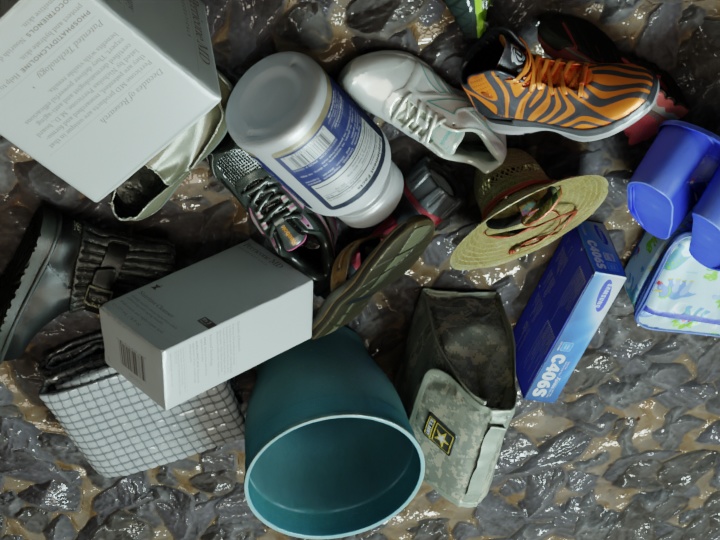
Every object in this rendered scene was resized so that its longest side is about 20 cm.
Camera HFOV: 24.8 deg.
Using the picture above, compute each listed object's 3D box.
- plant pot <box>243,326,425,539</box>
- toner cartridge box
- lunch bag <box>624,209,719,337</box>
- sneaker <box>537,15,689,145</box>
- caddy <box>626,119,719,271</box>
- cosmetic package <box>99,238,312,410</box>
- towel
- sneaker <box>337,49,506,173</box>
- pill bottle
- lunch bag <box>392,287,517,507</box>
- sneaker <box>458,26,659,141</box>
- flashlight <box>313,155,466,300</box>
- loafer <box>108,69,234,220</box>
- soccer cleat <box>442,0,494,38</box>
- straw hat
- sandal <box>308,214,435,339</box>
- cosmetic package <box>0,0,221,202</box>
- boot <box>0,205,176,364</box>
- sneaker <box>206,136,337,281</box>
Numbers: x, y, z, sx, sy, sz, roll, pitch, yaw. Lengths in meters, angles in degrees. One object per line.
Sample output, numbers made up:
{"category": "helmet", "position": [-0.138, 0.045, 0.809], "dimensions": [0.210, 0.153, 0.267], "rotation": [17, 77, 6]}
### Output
{"category": "plant pot", "position": [-0.043, 0.168, 1.853], "dimensions": [0.200, 0.188, 0.200], "rotation": [-6, 131, -7]}
{"category": "toner cartridge box", "position": [0.232, 0.048, 1.870], "dimensions": [0.043, 0.095, 0.200], "rotation": [9, 129, -20]}
{"category": "lunch bag", "position": [0.413, 0.005, 1.882], "dimensions": [0.200, 0.083, 0.161], "rotation": [9, 131, -18]}
{"category": "sneaker", "position": [0.246, -0.185, 1.681], "dimensions": [0.200, 0.074, 0.087], "rotation": [26, 123, -30]}
{"category": "caddy", "position": [0.361, -0.085, 1.711], "dimensions": [0.105, 0.141, 0.200], "rotation": [-55, 163, -8]}
{"category": "cosmetic package", "position": [-0.157, 0.053, 1.710], "dimensions": [0.200, 0.113, 0.081], "rotation": [-29, 134, -35]}
{"category": "towel", "position": [-0.242, 0.136, 1.856], "dimensions": [0.200, 0.086, 0.166], "rotation": [-19, 130, 7]}
{"category": "sneaker", "position": [0.070, -0.161, 1.662], "dimensions": [0.200, 0.080, 0.070], "rotation": [20, 126, -25]}
{"category": "pill bottle", "position": [-0.038, -0.123, 1.640], "dimensions": [0.111, 0.111, 0.200], "rotation": [-30, 142, 15]}
{"category": "lunch bag", "position": [0.112, 0.147, 1.860], "dimensions": [0.117, 0.200, 0.164], "rotation": [2, 131, -15]}
{"category": "sneaker", "position": [0.181, -0.183, 1.584], "dimensions": [0.200, 0.078, 0.112], "rotation": [-4, 149, 34]}
{"category": "flashlight", "position": [0.026, -0.036, 1.771], "dimensions": [0.068, 0.068, 0.200], "rotation": [39, 116, -18]}
{"category": "loafer", "position": [-0.190, -0.119, 1.635], "dimensions": [0.075, 0.070, 0.200], "rotation": [32, 122, -4]}
{"category": "soccer cleat", "position": [0.078, -0.303, 1.556], "dimensions": [0.081, 0.068, 0.200], "rotation": [1, 140, 19]}
{"category": "straw hat", "position": [0.162, -0.083, 1.741], "dimensions": [0.201, 0.085, 0.201], "rotation": [-23, 162, -8]}
{"category": "sandal", "position": [0.000, 0.000, 1.733], "dimensions": [0.082, 0.055, 0.200], "rotation": [-17, 158, -46]}
{"category": "cosmetic package", "position": [-0.260, -0.208, 1.489], "dimensions": [0.166, 0.167, 0.200], "rotation": [-38, 129, 20]}
{"category": "boot", "position": [-0.302, 0.035, 1.754], "dimensions": [0.158, 0.079, 0.211], "rotation": [18, 125, -25]}
{"category": "sneaker", "position": [-0.080, -0.065, 1.708], "dimensions": [0.080, 0.086, 0.200], "rotation": [-35, 128, 16]}
